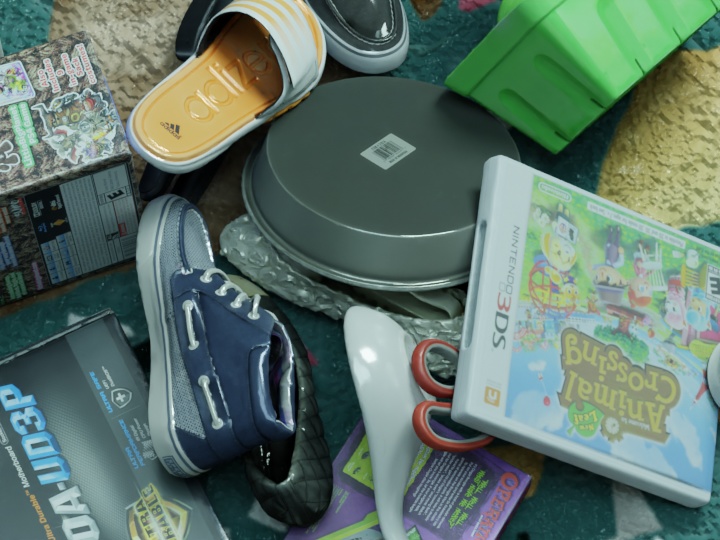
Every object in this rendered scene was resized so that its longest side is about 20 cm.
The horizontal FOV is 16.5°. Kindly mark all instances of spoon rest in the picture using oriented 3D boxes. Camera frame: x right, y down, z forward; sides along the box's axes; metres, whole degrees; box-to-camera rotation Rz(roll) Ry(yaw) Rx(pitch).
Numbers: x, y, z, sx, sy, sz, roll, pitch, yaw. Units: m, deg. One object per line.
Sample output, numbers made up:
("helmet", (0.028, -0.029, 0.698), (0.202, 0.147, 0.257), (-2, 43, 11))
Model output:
("spoon rest", (0.028, 0.117, 1.586), (0.060, 0.099, 0.201), (-23, 81, 12))

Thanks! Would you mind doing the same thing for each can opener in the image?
("can opener", (-0.100, -0.121, 1.731), (0.063, 0.078, 0.201), (34, 62, -32))

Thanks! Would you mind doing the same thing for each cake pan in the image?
("cake pan", (0.020, -0.065, 1.669), (0.199, 0.037, 0.201), (4, 41, -3))

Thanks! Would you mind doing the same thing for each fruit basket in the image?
("fruit basket", (0.138, -0.215, 1.690), (0.214, 0.155, 0.217), (10, 63, -22))

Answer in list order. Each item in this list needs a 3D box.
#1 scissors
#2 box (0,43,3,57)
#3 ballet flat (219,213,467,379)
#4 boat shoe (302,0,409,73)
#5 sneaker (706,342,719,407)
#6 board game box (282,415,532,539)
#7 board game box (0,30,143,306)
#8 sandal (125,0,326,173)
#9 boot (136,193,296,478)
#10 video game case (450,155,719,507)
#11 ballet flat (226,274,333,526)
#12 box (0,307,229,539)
("scissors", (0.105, 0.080, 1.612), (0.199, 0.014, 0.074), (2, 69, -42))
("box", (-0.374, -0.188, 1.679), (0.199, 0.200, 0.172), (-36, 73, -15))
("ballet flat", (0.000, 0.000, 1.671), (0.199, 0.072, 0.072), (27, 70, 10))
("boat shoe", (-0.015, -0.231, 1.753), (0.069, 0.066, 0.201), (-11, 57, -11))
("sneaker", (0.321, 0.097, 1.614), (0.199, 0.087, 0.075), (28, 62, 3))
("board game box", (0.012, 0.189, 1.612), (0.120, 0.032, 0.201), (29, 70, 15))
("board game box", (-0.251, -0.051, 1.643), (0.199, 0.160, 0.097), (-19, 67, -8))
("sandal", (-0.075, -0.134, 1.640), (0.079, 0.059, 0.207), (40, 45, 1))
("boot", (-0.088, 0.032, 1.611), (0.090, 0.073, 0.201), (-19, 61, 23))
("video game case", (0.155, 0.041, 1.624), (0.199, 0.022, 0.183), (21, 64, -27))
("ballet flat", (-0.061, 0.077, 1.633), (0.066, 0.057, 0.201), (-21, 54, -2))
("box", (-0.189, 0.146, 1.620), (0.158, 0.046, 0.201), (-25, 70, -10))
